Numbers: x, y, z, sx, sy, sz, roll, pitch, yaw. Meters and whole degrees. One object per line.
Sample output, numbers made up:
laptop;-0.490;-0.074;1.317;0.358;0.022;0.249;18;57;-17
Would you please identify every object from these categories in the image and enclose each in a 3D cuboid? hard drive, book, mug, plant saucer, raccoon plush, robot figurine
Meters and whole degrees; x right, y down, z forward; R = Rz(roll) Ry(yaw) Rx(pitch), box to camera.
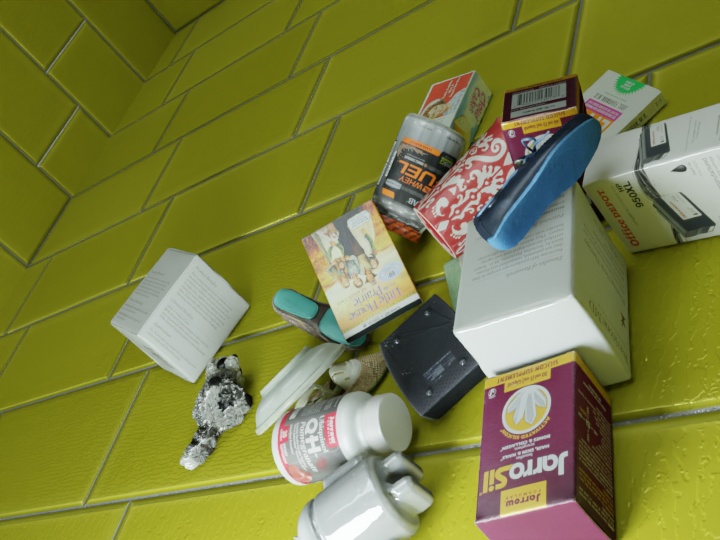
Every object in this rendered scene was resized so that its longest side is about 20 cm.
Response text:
hard drive;0.109;0.129;1.344;0.135;0.042;0.200;-42;30;5
book;0.372;-0.224;1.452;0.200;0.048;0.134;-44;34;-1
mug;0.198;-0.118;1.471;0.200;0.178;0.134;-42;62;-1
plant saucer;-0.108;0.176;1.460;0.200;0.050;0.200;-44;-1;-1
raccoon plush;-0.279;0.243;1.651;0.200;0.097;0.134;-46;22;-1
robot figurine;-0.002;0.321;1.177;0.199;0.113;0.171;-39;37;11

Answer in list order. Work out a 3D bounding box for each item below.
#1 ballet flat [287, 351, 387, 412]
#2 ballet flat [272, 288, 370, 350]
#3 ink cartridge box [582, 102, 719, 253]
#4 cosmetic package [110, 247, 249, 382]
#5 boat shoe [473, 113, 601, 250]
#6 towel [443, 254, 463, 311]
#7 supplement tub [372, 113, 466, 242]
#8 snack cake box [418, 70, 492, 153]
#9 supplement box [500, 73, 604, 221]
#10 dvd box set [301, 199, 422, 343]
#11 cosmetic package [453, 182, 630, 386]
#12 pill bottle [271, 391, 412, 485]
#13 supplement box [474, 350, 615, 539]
ballet flat;-0.042;0.191;1.434;0.200;0.065;0.071;-44;32;2
ballet flat;-0.063;0.091;1.566;0.198;0.068;0.068;29;66;24
ink cartridge box;0.407;-0.114;1.165;0.197;0.145;0.085;-14;42;43
cosmetic package;-0.370;0.089;1.867;0.165;0.168;0.201;9;58;55
boat shoe;0.211;-0.121;1.117;0.200;0.085;0.068;-44;43;-7
towel;0.220;-0.016;1.406;0.198;0.023;0.154;-36;30;19
supplement tub;0.097;-0.161;1.596;0.122;0.121;0.204;28;97;59
snack cake box;0.165;-0.282;1.753;0.114;0.067;0.202;-10;45;46
supplement box;0.281;-0.165;1.310;0.108;0.202;0.087;-9;40;22
dvd box set;0.000;0.000;1.523;0.144;0.029;0.203;-28;66;6
cosmetic package;0.236;0.033;1.162;0.164;0.168;0.203;-20;38;31
pill bottle;-0.025;0.238;1.310;0.197;0.111;0.112;-21;37;35
supplement box;0.213;0.215;1.048;0.129;0.103;0.203;-23;37;31
